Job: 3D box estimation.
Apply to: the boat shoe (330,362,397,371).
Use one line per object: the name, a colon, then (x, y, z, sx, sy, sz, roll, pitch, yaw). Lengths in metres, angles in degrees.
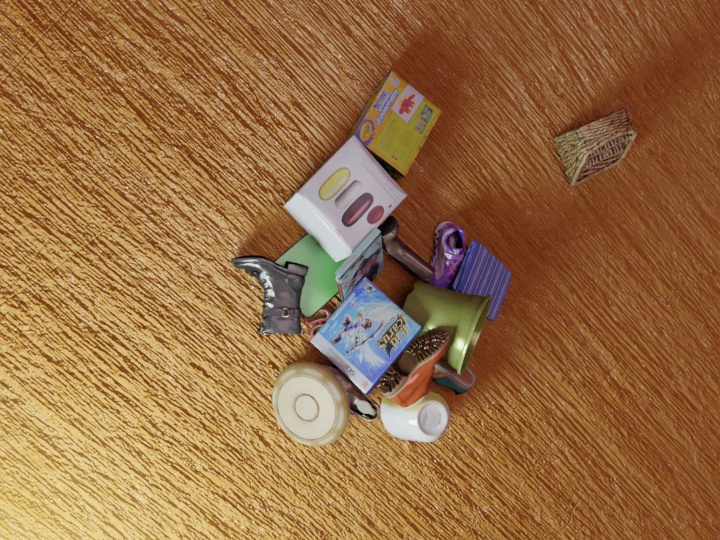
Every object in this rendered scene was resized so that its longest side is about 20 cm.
boat shoe: (0.001, 0.240, 1.650, 0.198, 0.072, 0.062, -13, 96, -17)

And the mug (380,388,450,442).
mug: (0.132, 0.329, 1.652, 0.149, 0.153, 0.188, -36, 100, -16)

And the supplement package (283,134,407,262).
supplement package: (-0.037, -0.164, 1.609, 0.191, 0.147, 0.200, 45, 73, -9)

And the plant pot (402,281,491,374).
plant pot: (0.196, 0.120, 1.654, 0.182, 0.201, 0.203, 23, 78, 16)

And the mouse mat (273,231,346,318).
mouse mat: (-0.105, -0.005, 1.651, 0.199, 0.008, 0.162, -41, 96, -16)

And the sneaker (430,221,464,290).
sneaker: (0.226, -0.026, 1.736, 0.079, 0.088, 0.205, 6, 87, -21)

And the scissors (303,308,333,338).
scissors: (-0.042, 0.113, 1.670, 0.197, 0.014, 0.075, -15, 91, -18)

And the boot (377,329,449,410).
boot: (0.139, 0.227, 1.561, 0.200, 0.075, 0.107, -45, 123, -2)

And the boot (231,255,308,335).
boot: (-0.213, 0.061, 1.584, 0.196, 0.069, 0.178, 11, 95, -7)

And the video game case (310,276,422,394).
video game case: (0.014, 0.150, 1.591, 0.181, 0.045, 0.201, 40, 86, 15)

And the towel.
towel: (0.315, 0.028, 1.767, 0.199, 0.024, 0.147, 35, 74, -40)

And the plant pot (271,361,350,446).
plant pot: (-0.119, 0.309, 1.561, 0.196, 0.027, 0.204, 4, 102, 21)

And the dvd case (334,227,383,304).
dvd case: (0.000, 0.000, 1.604, 0.022, 0.201, 0.146, 37, 72, 19)

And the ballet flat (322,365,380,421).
ballet flat: (-0.030, 0.283, 1.580, 0.198, 0.067, 0.069, 33, 86, -13)

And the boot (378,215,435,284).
boot: (0.117, -0.040, 1.647, 0.200, 0.186, 0.064, 42, 84, -11)

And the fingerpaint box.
fingerpaint box: (0.081, -0.357, 1.705, 0.166, 0.073, 0.202, 33, 77, -17)

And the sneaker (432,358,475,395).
sneaker: (0.189, 0.239, 1.721, 0.199, 0.080, 0.071, 41, 45, 8)

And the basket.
basket: (0.660, -0.340, 1.879, 0.197, 0.142, 0.151, -24, 95, -19)
